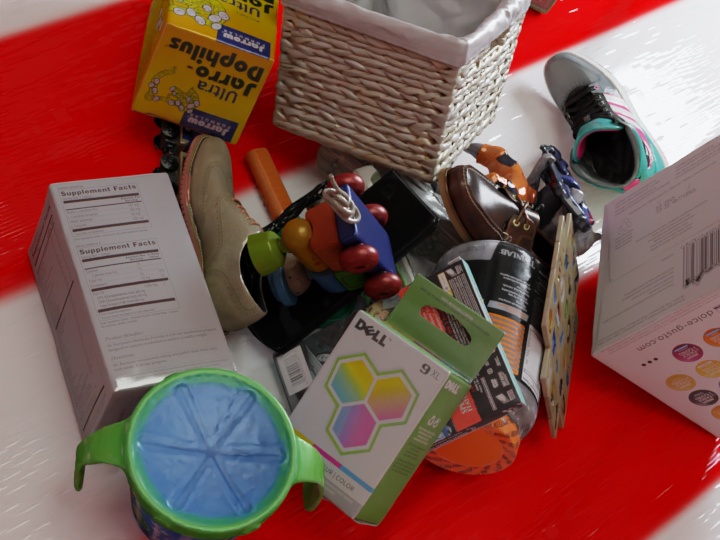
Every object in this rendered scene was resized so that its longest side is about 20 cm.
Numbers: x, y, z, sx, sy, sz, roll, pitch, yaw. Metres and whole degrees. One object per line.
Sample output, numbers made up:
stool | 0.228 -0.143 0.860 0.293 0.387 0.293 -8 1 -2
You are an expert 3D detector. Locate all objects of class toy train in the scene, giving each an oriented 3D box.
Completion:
toy train | -0.046 -0.030 1.186 0.115 0.200 0.085 -17 66 12
toy train | -0.174 -0.086 1.333 0.046 0.034 0.201 12 55 -24

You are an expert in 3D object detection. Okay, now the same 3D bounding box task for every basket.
basket | 0.041 -0.215 1.388 0.199 0.161 0.198 20 34 17

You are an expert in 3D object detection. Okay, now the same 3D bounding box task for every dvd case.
dvd case | 0.030 0.096 1.231 0.022 0.199 0.146 38 27 -63

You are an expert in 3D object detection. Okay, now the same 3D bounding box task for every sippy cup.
sippy cup | -0.129 0.165 1.118 0.178 0.130 0.140 38 58 5

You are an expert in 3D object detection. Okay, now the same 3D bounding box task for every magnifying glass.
magnifying glass | -0.065 -0.033 1.362 0.079 0.022 0.201 -11 66 -33

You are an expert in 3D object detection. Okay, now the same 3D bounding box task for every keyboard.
keyboard | -0.036 -0.021 1.299 0.200 0.021 0.127 -38 64 -4

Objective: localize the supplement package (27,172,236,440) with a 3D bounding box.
supplement package | -0.198 0.032 1.189 0.109 0.114 0.201 -8 63 -29

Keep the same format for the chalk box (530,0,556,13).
chalk box | 0.204 -0.405 1.678 0.123 0.125 0.201 24 50 -11

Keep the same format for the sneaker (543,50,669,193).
sneaker | 0.258 -0.163 1.555 0.200 0.084 0.121 53 24 12

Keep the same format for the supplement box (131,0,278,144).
supplement box | -0.148 -0.238 1.372 0.108 0.110 0.200 17 40 -16

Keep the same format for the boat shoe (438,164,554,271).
boat shoe | 0.144 -0.045 1.372 0.200 0.070 0.071 44 41 -48

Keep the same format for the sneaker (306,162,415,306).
sneaker | 0.000 0.000 1.334 0.088 0.077 0.201 -16 70 -7

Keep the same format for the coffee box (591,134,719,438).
coffee box | 0.377 0.014 1.409 0.197 0.199 0.201 32 48 -24

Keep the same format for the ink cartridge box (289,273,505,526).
ink cartridge box | 0.022 0.104 1.186 0.104 0.059 0.200 34 90 28

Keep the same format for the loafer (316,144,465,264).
loafer | 0.047 -0.078 1.415 0.200 0.070 0.070 40 59 4

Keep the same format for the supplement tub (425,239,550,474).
supplement tub | 0.112 0.081 1.307 0.122 0.123 0.201 24 52 -10

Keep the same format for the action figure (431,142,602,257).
action figure | 0.171 -0.081 1.488 0.193 0.105 0.200 35 20 -9

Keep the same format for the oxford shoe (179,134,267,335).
oxford shoe | -0.118 -0.037 1.281 0.071 0.074 0.201 29 50 -60

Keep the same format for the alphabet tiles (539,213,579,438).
alphabet tiles | 0.195 0.052 1.356 0.006 0.167 0.201 2 51 16
